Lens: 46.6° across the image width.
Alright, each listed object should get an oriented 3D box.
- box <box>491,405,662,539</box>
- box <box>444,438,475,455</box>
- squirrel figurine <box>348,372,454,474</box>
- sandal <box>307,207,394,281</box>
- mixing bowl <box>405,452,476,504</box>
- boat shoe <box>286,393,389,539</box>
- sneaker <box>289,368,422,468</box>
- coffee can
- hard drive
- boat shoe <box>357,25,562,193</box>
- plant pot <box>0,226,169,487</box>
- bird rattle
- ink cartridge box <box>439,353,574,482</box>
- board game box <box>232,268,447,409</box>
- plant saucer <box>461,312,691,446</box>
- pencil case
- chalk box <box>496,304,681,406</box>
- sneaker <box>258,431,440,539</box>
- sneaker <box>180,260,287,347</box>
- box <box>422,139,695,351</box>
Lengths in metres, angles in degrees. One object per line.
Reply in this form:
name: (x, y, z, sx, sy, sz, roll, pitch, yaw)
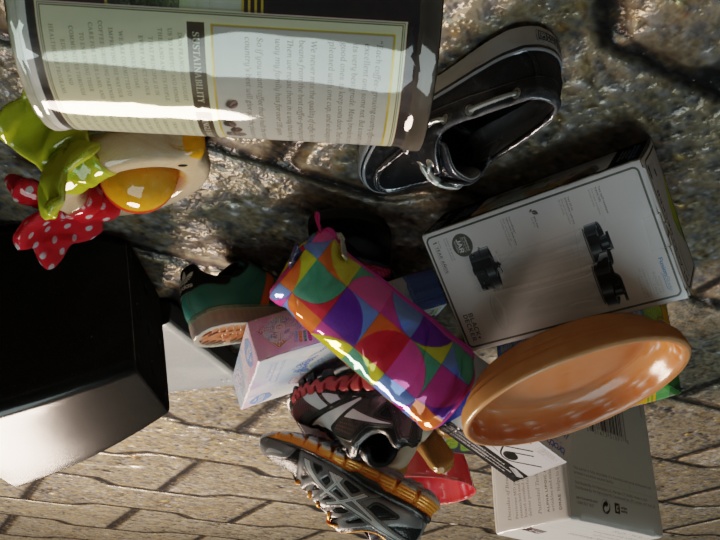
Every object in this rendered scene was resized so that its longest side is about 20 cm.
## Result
box: (0.286, 0.257, 1.129, 0.196, 0.205, 0.130, 20, 147, -33)
box: (0.057, 0.205, 1.155, 0.195, 0.036, 0.110, 11, -169, -17)
squirrel figurine: (0.054, 0.151, 1.009, 0.198, 0.185, 0.144, 29, 138, 42)
sandal: (0.000, 0.000, 0.816, 0.073, 0.046, 0.201, -5, 152, 11)
mixing bowl: (0.081, 0.292, 1.303, 0.194, 0.111, 0.201, 1, 154, 0)
boat shoe: (-0.025, 0.210, 0.927, 0.064, 0.200, 0.073, -29, 152, -30)
sneaker: (-0.006, 0.147, 0.833, 0.070, 0.101, 0.198, 11, 160, -39)
coffee can: (-0.061, -0.142, 0.434, 0.194, 0.150, 0.147, 2, 153, -3)
hard drive: (-0.242, 0.097, 1.025, 0.136, 0.034, 0.201, -8, 151, 17)
boat shoe: (0.066, -0.094, 0.609, 0.071, 0.069, 0.198, 22, 146, -35)
plant pot: (-0.293, 0.074, 0.829, 0.173, 0.204, 0.201, -11, 153, -4)
bird rattle: (-0.196, -0.064, 0.649, 0.159, 0.115, 0.201, -9, 159, -18)
ink cartridge box: (0.116, 0.139, 0.868, 0.198, 0.045, 0.094, 36, 143, -9)
board game box: (-0.031, 0.075, 0.872, 0.195, 0.044, 0.201, -17, 163, -19)
plant saucer: (0.174, 0.090, 0.697, 0.195, 0.038, 0.202, -14, 151, -7)
pencil case: (0.011, 0.047, 0.721, 0.199, 0.089, 0.088, 41, 145, -4)
chalk box: (0.210, 0.054, 0.825, 0.123, 0.127, 0.198, -24, 144, 39)
sneaker: (-0.020, 0.222, 0.849, 0.196, 0.079, 0.078, 24, 177, 13)
sneaker: (-0.100, 0.026, 0.856, 0.071, 0.082, 0.198, -33, 159, 32)
box: (0.164, -0.015, 0.698, 0.197, 0.119, 0.060, -19, -169, 33)
